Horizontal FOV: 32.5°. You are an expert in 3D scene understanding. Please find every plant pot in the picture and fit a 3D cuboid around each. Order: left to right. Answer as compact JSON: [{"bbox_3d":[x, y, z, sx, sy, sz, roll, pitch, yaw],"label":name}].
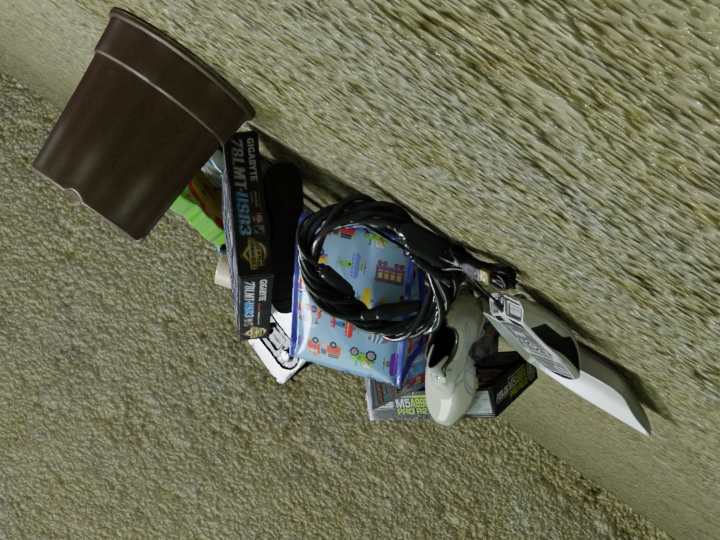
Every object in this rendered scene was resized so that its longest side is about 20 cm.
[{"bbox_3d":[-0.255,-0.153,1.397,0.199,0.199,0.200,34,176,3],"label":"plant pot"}]

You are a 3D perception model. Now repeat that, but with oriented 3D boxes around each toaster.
[{"bbox_3d":[-0.062,0.060,1.936,0.119,0.181,0.200,49,-148,5],"label":"toaster"}]

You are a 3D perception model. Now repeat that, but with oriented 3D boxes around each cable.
[{"bbox_3d":[0.014,-0.001,1.378,0.198,0.164,0.051,26,-140,-14],"label":"cable"}]

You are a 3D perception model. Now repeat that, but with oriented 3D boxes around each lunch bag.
[{"bbox_3d":[-0.003,0.019,1.469,0.149,0.094,0.202,14,127,17],"label":"lunch bag"}]

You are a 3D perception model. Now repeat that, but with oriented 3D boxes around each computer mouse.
[{"bbox_3d":[0.175,0.044,1.321,0.200,0.044,0.109,44,167,-28],"label":"computer mouse"}]

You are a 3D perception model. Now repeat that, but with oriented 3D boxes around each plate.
[{"bbox_3d":[0.258,0.116,1.493,0.199,0.032,0.200,32,173,31],"label":"plate"}]

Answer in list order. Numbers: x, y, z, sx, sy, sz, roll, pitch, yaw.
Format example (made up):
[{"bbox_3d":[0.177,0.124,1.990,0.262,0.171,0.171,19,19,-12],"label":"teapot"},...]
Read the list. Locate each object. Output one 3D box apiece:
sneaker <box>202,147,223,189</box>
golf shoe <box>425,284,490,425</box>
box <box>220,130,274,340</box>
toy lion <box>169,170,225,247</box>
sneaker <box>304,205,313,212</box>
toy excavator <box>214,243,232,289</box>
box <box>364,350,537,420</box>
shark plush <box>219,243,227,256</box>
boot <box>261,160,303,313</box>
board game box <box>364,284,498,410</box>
[{"bbox_3d":[-0.205,-0.155,1.703,0.199,0.072,0.072,36,-157,-26],"label":"sneaker"},{"bbox_3d":[0.105,0.118,1.572,0.078,0.202,0.097,24,-149,29],"label":"golf shoe"},{"bbox_3d":[-0.145,-0.040,1.560,0.049,0.202,0.199,-5,155,-8],"label":"box"},{"bbox_3d":[-0.241,-0.118,1.725,0.193,0.068,0.200,58,-165,10],"label":"toy lion"},{"bbox_3d":[-0.072,-0.058,1.802,0.199,0.072,0.072,38,151,-14],"label":"sneaker"},{"bbox_3d":[-0.176,-0.055,1.870,0.099,0.197,0.200,17,167,1],"label":"toy excavator"},{"bbox_3d":[0.128,0.160,1.724,0.198,0.045,0.160,-5,-167,31],"label":"box"},{"bbox_3d":[-0.096,-0.007,1.713,0.199,0.091,0.084,29,-144,-31],"label":"shark plush"},{"bbox_3d":[-0.105,-0.048,1.652,0.069,0.203,0.132,-1,-177,-15],"label":"boot"},{"bbox_3d":[0.052,0.096,1.698,0.199,0.199,0.062,31,141,38],"label":"board game box"}]
